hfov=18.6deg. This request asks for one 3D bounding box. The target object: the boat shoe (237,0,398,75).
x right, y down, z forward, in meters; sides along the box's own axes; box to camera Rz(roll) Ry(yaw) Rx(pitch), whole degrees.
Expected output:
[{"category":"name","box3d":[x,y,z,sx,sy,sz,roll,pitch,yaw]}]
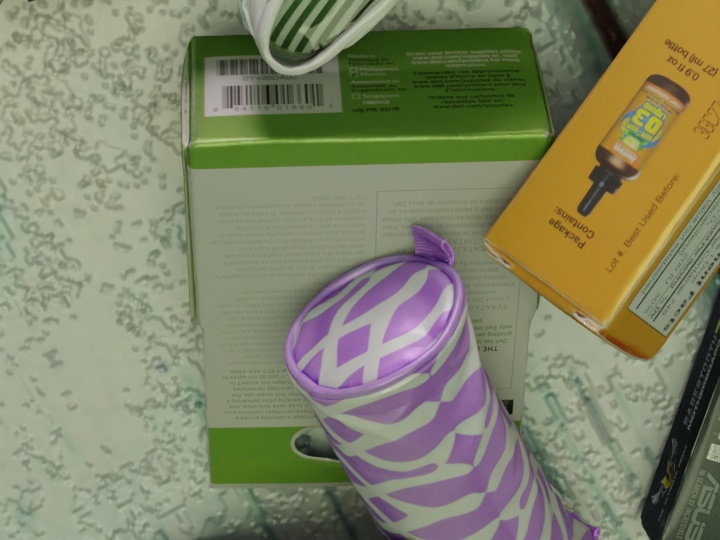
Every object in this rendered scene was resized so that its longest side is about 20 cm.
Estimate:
[{"category":"boat shoe","box3d":[0.027,-0.152,0.818,0.073,0.067,0.200,26,113,-19]}]

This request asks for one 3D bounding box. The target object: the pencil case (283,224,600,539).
[{"category":"pencil case","box3d":[0.041,0.081,0.920,0.085,0.084,0.200,-42,132,-14]}]

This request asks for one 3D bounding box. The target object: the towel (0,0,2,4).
[{"category":"towel","box3d":[-0.176,-0.209,0.816,0.171,0.048,0.200,45,138,21]}]

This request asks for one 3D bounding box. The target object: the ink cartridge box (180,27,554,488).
[{"category":"ink cartridge box","box3d":[0.000,0.000,0.948,0.147,0.076,0.200,-1,131,-3]}]

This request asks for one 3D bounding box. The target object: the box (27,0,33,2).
[{"category":"box","box3d":[-0.082,-0.228,0.878,0.163,0.086,0.200,-15,104,1]}]

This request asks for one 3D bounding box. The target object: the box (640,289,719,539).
[{"category":"box","box3d":[0.232,0.050,0.979,0.157,0.051,0.200,16,101,-6]}]

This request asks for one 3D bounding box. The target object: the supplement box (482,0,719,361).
[{"category":"supplement box","box3d":[0.138,-0.065,0.865,0.067,0.069,0.200,38,92,29]}]
